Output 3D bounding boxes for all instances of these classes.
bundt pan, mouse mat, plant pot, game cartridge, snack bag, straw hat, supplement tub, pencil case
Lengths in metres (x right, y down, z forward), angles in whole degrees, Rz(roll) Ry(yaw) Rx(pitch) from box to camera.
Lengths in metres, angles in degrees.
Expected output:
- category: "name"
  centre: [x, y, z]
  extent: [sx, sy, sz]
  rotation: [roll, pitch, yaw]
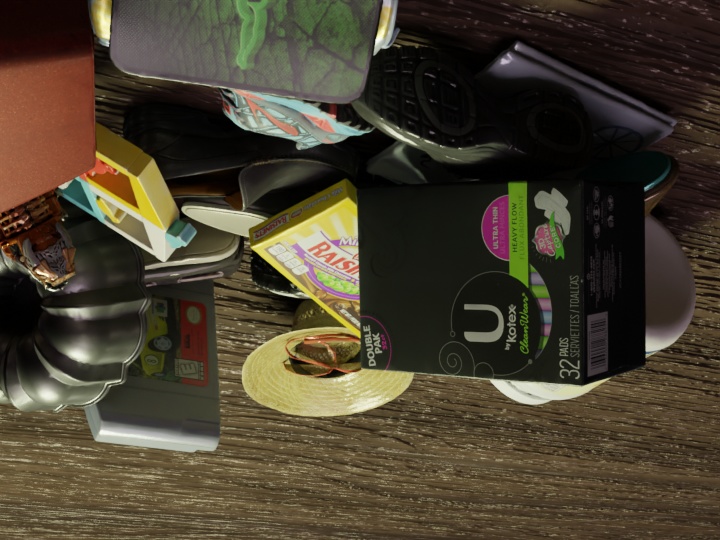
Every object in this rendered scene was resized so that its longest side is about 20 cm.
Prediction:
- category: "bundt pan"
  centre: [-0.281, 0.025, 0.957]
  extent: [0.199, 0.206, 0.076]
  rotation: [-12, 180, 19]
- category: "mouse mat"
  centre: [-0.056, -0.197, 0.638]
  extent: [0.158, 0.008, 0.203]
  rotation: [5, 117, -12]
- category: "plant pot"
  centre: [-0.251, -0.140, 0.667]
  extent: [0.173, 0.203, 0.200]
  rotation: [-7, 156, -16]
- category: "game cartridge"
  centre: [-0.201, 0.071, 1.065]
  extent: [0.131, 0.203, 0.041]
  rotation: [8, 141, -22]
- category: "snack bag"
  centre: [0.131, -0.105, 0.945]
  extent: [0.186, 0.022, 0.199]
  rotation: [16, 149, -30]
- category: "straw hat"
  centre: [-0.036, 0.075, 1.216]
  extent: [0.197, 0.086, 0.202]
  rotation: [-3, 148, -2]
- category: "supplement tub"
  centre: [0.210, 0.039, 1.097]
  extent: [0.143, 0.147, 0.200]
  rotation: [10, 151, -24]
- category: "pencil case"
  centre: [-0.071, -0.182, 0.694]
  extent: [0.196, 0.093, 0.083]
  rotation: [0, 179, -9]

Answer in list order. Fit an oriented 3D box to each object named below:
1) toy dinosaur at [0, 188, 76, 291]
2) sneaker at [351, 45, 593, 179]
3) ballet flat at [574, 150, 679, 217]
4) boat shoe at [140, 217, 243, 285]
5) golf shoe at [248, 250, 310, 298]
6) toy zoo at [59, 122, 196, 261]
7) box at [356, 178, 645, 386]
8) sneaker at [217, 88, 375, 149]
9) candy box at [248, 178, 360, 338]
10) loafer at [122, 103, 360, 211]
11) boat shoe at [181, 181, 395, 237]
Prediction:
- category: "toy dinosaur"
  centre: [-0.260, -0.074, 0.802]
  extent: [0.100, 0.203, 0.136]
  rotation: [-9, 165, -20]
- category: "sneaker"
  centre: [0.075, -0.104, 0.848]
  extent: [0.197, 0.077, 0.091]
  rotation: [16, 159, -21]
- category: "ballet flat"
  centre: [0.183, -0.044, 0.956]
  extent: [0.197, 0.068, 0.073]
  rotation: [-16, 125, 30]
- category: "boat shoe"
  centre: [-0.205, -0.009, 1.038]
  extent: [0.196, 0.068, 0.057]
  rotation: [-5, 148, -3]
- category: "golf shoe"
  centre: [-0.006, -0.001, 1.076]
  extent: [0.196, 0.079, 0.095]
  rotation: [-6, 154, 10]
- category: "toy zoo"
  centre: [-0.205, -0.076, 0.851]
  extent: [0.198, 0.021, 0.132]
  rotation: [31, 157, 14]
- category: "box"
  centre: [0.109, 0.005, 0.886]
  extent: [0.197, 0.152, 0.123]
  rotation: [1, -177, 36]
- category: "sneaker"
  centre: [-0.077, -0.133, 0.808]
  extent: [0.095, 0.081, 0.199]
  rotation: [-21, 148, 37]
- category: "candy box"
  centre: [0.000, 0.000, 0.991]
  extent: [0.101, 0.027, 0.200]
  rotation: [-27, 138, 20]
- category: "loafer"
  centre: [-0.095, -0.079, 0.918]
  extent: [0.196, 0.073, 0.073]
  rotation: [4, 153, -13]
- category: "boat shoe"
  centre: [-0.057, -0.059, 0.996]
  extent: [0.196, 0.058, 0.067]
  rotation: [9, 164, -11]
